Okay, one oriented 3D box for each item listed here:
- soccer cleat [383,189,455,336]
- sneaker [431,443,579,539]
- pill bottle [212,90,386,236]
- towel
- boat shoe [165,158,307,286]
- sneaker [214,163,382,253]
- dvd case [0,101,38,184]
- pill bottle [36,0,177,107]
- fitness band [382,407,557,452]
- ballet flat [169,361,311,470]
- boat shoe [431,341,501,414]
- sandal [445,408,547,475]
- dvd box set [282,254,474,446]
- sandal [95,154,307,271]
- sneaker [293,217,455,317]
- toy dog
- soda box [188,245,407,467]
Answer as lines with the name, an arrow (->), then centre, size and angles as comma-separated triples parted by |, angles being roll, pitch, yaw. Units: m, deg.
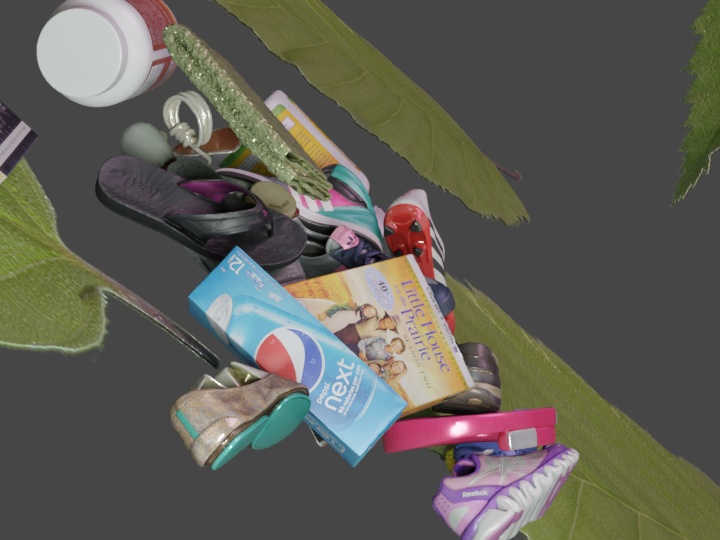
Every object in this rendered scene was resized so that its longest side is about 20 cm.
soccer cleat -> 0.066, 0.009, 1.869 | 0.085, 0.068, 0.201 | -61, 143, -58
sneaker -> 0.137, 0.204, 1.677 | 0.088, 0.081, 0.200 | 36, 32, 21
pill bottle -> -0.061, -0.095, 1.959 | 0.200, 0.111, 0.111 | 45, 13, -5
towel -> -0.108, -0.146, 1.656 | 0.200, 0.036, 0.148 | 50, 4, 16
boat shoe -> -0.121, -0.014, 1.622 | 0.202, 0.065, 0.074 | 48, 41, 13
sneaker -> -0.065, -0.075, 1.842 | 0.199, 0.084, 0.121 | 25, 29, -10
dvd case -> -0.354, -0.157, 1.425 | 0.200, 0.016, 0.149 | 43, 12, -12
pill bottle -> -0.252, -0.223, 1.732 | 0.112, 0.112, 0.200 | 45, 12, -2
fitness band -> 0.105, 0.153, 1.674 | 0.200, 0.143, 0.038 | 4, 82, -59
ballet flat -> -0.094, 0.104, 1.355 | 0.067, 0.068, 0.200 | 41, 10, 10
boat shoe -> 0.117, 0.112, 1.808 | 0.074, 0.074, 0.200 | 8, -9, -3
sandal -> 0.147, 0.190, 1.811 | 0.080, 0.087, 0.200 | 49, 16, 2
dvd box set -> 0.007, 0.069, 1.601 | 0.199, 0.029, 0.147 | -13, 74, -47
sandal -> -0.140, -0.055, 1.563 | 0.199, 0.048, 0.076 | 19, 49, -11
sneaker -> 0.000, 0.000, 1.731 | 0.199, 0.082, 0.070 | 11, 33, 26
toy dog -> -0.133, -0.084, 1.705 | 0.201, 0.132, 0.096 | 55, 35, 1
soda box -> -0.055, 0.074, 1.486 | 0.200, 0.064, 0.068 | 42, -13, 5
